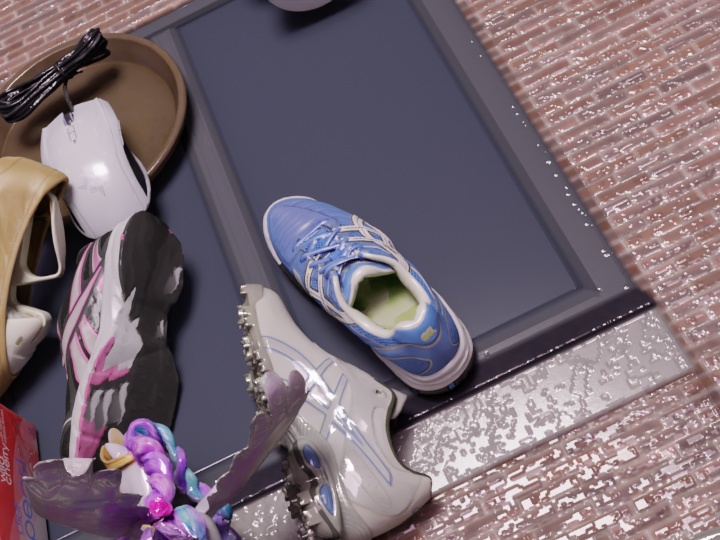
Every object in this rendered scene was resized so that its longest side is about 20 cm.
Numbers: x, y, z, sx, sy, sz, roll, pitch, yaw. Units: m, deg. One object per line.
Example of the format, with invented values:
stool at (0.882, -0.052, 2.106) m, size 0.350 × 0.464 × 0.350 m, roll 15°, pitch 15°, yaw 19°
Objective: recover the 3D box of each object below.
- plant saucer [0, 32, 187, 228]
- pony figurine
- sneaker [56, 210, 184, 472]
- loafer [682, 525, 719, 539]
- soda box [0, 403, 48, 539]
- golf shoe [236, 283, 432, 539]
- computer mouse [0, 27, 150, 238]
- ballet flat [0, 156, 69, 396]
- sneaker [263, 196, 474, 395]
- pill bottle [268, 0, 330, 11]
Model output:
plant saucer at (-0.238, -0.118, 0.930) m, size 0.200 × 0.029 × 0.200 m, roll -8°, pitch 59°, yaw 13°
pony figurine at (-0.106, 0.159, 0.634) m, size 0.166 × 0.193 × 0.200 m, roll -12°, pitch 68°, yaw -27°
sneaker at (-0.184, 0.060, 0.796) m, size 0.086 × 0.080 × 0.200 m, roll -14°, pitch 56°, yaw 37°
loafer at (0.240, 0.170, 0.585) m, size 0.200 × 0.070 × 0.070 m, roll -17°, pitch 49°, yaw 8°
soda box at (-0.252, 0.189, 0.732) m, size 0.063 × 0.070 × 0.200 m, roll -22°, pitch 57°, yaw 6°
golf shoe at (-0.021, 0.089, 0.728) m, size 0.097 × 0.078 × 0.200 m, roll -17°, pitch 61°, yaw -13°
computer mouse at (-0.226, -0.110, 0.880) m, size 0.110 × 0.044 × 0.200 m, roll -31°, pitch 56°, yaw -2°
ballet flat at (-0.257, 0.015, 0.814) m, size 0.063 × 0.069 × 0.200 m, roll 7°, pitch 90°, yaw 0°
sneaker at (0.000, 0.000, 0.757) m, size 0.076 × 0.077 × 0.200 m, roll -46°, pitch 57°, yaw -9°
pill bottle at (-0.073, -0.322, 0.945) m, size 0.112 × 0.112 × 0.200 m, roll -24°, pitch 56°, yaw 3°
